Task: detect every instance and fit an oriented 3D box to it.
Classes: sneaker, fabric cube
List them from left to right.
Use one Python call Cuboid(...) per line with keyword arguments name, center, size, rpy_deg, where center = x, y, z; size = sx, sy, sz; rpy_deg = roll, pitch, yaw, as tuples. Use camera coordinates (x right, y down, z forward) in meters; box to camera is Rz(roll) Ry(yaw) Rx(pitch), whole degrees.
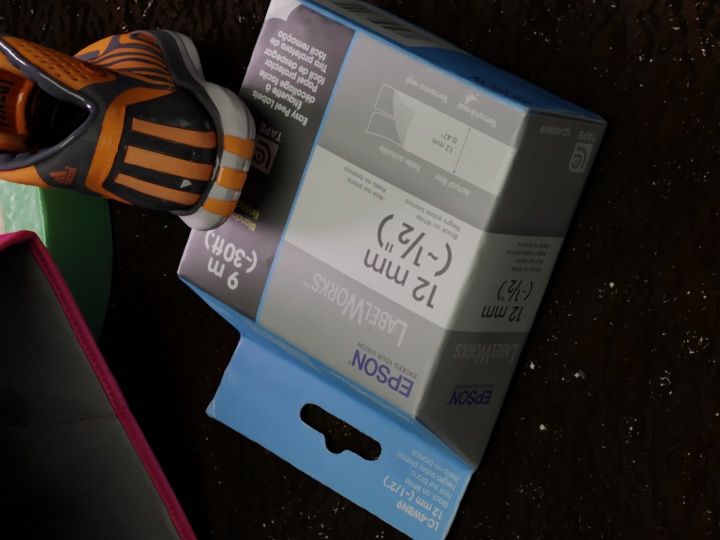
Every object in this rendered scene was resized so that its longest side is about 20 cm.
Cuboid(name="fabric cube", center=(-0.222, 0.122, 1.107), size=(0.199, 0.196, 0.200), rpy_deg=(-10, 114, 36))
Cuboid(name="sneaker", center=(-0.126, -0.076, 1.098), size=(0.200, 0.112, 0.078), rpy_deg=(25, 100, 66))

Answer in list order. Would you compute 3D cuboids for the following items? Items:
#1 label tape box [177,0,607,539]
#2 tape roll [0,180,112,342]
Cuboid(name="label tape box", center=(0.000, 0.000, 1.069), size=(0.143, 0.066, 0.200), rpy_deg=(29, 104, 34))
Cuboid(name="tape roll", center=(-0.209, -0.007, 1.237), size=(0.200, 0.048, 0.201), rpy_deg=(-2, 87, 38))
